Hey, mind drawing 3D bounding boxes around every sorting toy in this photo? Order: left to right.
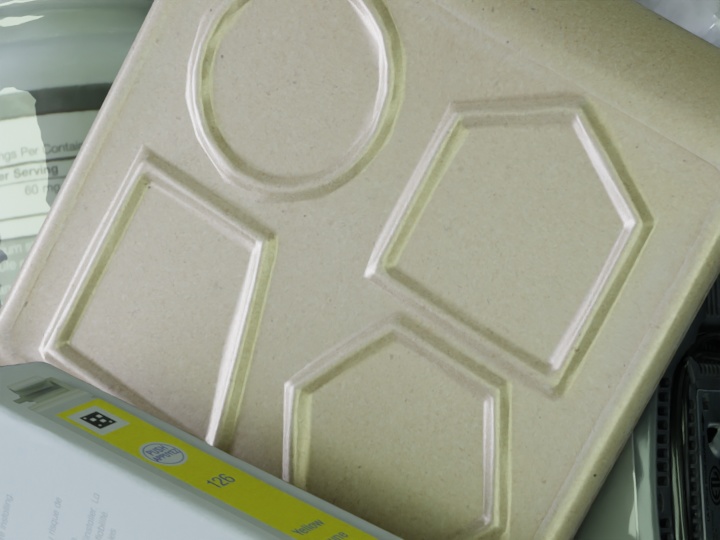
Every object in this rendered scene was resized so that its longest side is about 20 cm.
[{"bbox_3d":[0.000,0.000,0.761,0.185,0.036,0.200,33,97,25],"label":"sorting toy"}]

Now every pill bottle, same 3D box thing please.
[{"bbox_3d":[-0.090,-0.009,0.873,0.113,0.114,0.201,-9,83,23],"label":"pill bottle"}]

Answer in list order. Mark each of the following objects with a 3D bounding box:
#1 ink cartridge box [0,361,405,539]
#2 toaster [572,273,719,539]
[{"bbox_3d":[-0.081,0.132,0.757,0.200,0.047,0.198,26,114,29],"label":"ink cartridge box"},{"bbox_3d":[0.054,0.077,0.807,0.129,0.114,0.201,-5,86,27],"label":"toaster"}]
